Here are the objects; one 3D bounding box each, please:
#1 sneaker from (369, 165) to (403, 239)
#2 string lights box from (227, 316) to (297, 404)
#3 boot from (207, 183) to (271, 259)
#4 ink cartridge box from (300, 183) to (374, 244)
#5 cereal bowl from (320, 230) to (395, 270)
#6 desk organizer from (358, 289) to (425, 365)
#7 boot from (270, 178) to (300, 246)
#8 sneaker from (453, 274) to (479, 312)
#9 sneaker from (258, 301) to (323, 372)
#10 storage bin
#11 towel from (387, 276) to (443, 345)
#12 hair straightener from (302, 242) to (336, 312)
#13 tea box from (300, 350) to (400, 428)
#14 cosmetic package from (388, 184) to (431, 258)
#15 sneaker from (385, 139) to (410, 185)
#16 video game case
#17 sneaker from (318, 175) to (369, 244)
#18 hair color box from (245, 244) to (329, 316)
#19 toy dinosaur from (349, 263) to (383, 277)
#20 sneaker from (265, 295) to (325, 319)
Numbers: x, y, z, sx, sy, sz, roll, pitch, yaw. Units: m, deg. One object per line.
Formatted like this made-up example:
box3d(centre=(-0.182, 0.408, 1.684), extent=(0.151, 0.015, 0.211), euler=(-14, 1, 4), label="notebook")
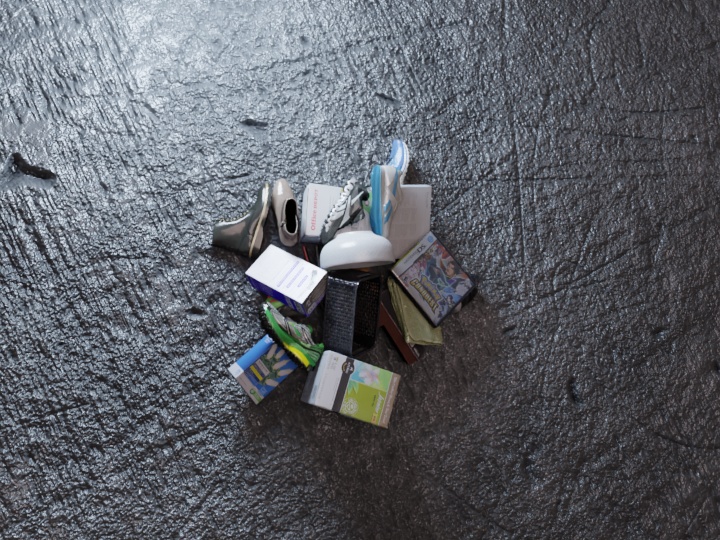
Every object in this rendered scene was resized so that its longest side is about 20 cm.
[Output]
box3d(centre=(0.072, -0.173, 1.441), extent=(0.079, 0.076, 0.205), euler=(-4, 105, -26), label="sneaker")
box3d(centre=(-0.224, 0.226, 1.385), extent=(0.199, 0.059, 0.104), euler=(-42, 123, -18), label="string lights box")
box3d(centre=(-0.314, -0.143, 1.437), extent=(0.135, 0.077, 0.204), euler=(13, 76, -8), label="boot")
box3d(centre=(-0.061, -0.146, 1.500), extent=(0.196, 0.087, 0.149), euler=(6, 79, -17), label="ink cartridge box")
box3d(centre=(-0.009, -0.052, 1.392), extent=(0.196, 0.200, 0.085), euler=(-4, 87, -16), label="cereal bowl")
box3d(centre=(0.086, 0.164, 1.482), extent=(0.202, 0.076, 0.072), euler=(57, 27, 0), label="desk organizer")
box3d(centre=(-0.191, -0.162, 1.433), extent=(0.069, 0.146, 0.204), euler=(-7, 82, -15), label="boot")
box3d(centre=(0.273, 0.012, 1.579), extent=(0.112, 0.075, 0.204), euler=(-17, 85, -24), label="sneaker")
box3d(centre=(-0.171, 0.150, 1.330), extent=(0.201, 0.078, 0.085), euler=(49, 65, -14), label="sneaker")
box3d(centre=(-0.020, 0.107, 1.396), extent=(0.092, 0.134, 0.205), euler=(12, 103, 29), label="storage bin")
box3d(centre=(0.151, 0.110, 1.491), extent=(0.146, 0.036, 0.203), euler=(9, 55, -41), label="towel")
box3d(centre=(-0.097, 0.022, 1.475), extent=(0.075, 0.041, 0.204), euler=(-15, 85, 2), label="hair straightener")
box3d(centre=(-0.029, 0.296, 1.374), extent=(0.193, 0.200, 0.136), euler=(19, 76, -11), label="tea box")
box3d(centre=(0.120, -0.136, 1.532), extent=(0.147, 0.052, 0.205), euler=(-2, 104, -14), label="cosmetic package")
box3d(centre=(0.085, -0.285, 1.570), extent=(0.087, 0.078, 0.204), euler=(14, 77, -15), label="sneaker")
box3d(centre=(0.199, 0.021, 1.492), extent=(0.180, 0.025, 0.201), euler=(-41, 92, -23), label="video game case")
box3d(centre=(-0.035, -0.145, 1.427), extent=(0.089, 0.066, 0.202), euler=(30, 71, -6), label="sneaker")
box3d(centre=(-0.182, 0.023, 1.388), extent=(0.198, 0.065, 0.110), euler=(24, 61, 30), label="hair color box")
box3d(centre=(0.000, 0.000, 1.506), extent=(0.199, 0.060, 0.107), euler=(38, 74, -7), label="toy dinosaur")
box3d(centre=(-0.151, 0.079, 1.439), extent=(0.196, 0.077, 0.085), euler=(-16, 124, -1), label="sneaker")
